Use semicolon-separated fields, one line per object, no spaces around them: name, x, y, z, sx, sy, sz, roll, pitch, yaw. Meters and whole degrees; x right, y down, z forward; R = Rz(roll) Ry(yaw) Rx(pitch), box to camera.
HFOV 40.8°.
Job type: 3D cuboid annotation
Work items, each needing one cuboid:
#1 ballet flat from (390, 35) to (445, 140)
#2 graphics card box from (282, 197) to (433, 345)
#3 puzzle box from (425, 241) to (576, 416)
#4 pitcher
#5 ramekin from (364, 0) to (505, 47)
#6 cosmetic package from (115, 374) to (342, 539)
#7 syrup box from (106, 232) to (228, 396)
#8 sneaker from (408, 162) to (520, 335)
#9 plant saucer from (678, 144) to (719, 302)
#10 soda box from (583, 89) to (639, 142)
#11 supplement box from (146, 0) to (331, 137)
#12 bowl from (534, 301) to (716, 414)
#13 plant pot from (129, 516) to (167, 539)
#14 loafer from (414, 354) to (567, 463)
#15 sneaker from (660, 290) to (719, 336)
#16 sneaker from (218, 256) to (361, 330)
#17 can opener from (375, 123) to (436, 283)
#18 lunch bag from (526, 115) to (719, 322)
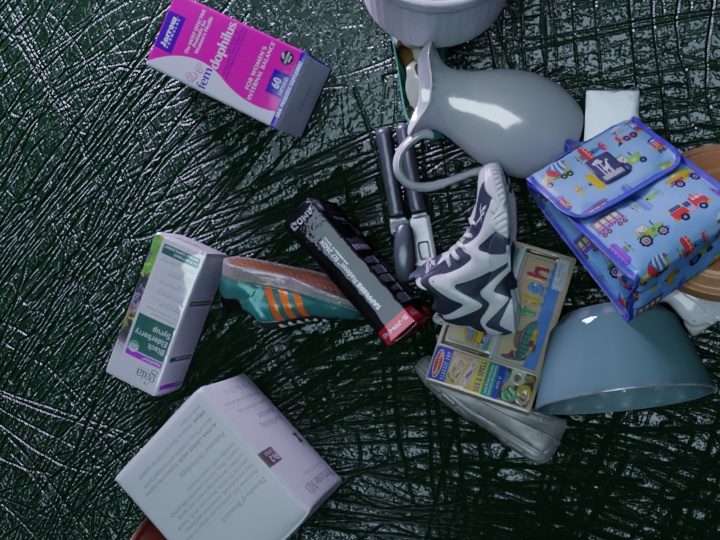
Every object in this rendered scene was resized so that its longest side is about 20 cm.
ballet flat;0.073;-0.262;1.201;0.067;0.070;0.202;-11;88;15
graphics card box;0.000;0.000;1.196;0.051;0.125;0.200;-42;82;12
puzzle box;0.171;0.060;1.173;0.132;0.025;0.201;16;76;13
pitcher;0.147;-0.159;1.145;0.198;0.121;0.173;16;103;-8
ramekin;0.089;-0.363;1.148;0.199;0.098;0.202;0;66;1
cosmetic package;-0.160;0.265;1.221;0.200;0.165;0.165;45;100;8
syrup box;-0.255;0.057;1.284;0.078;0.081;0.201;23;95;14
sneaker;0.116;-0.022;1.128;0.128;0.080;0.201;-1;111;16
plant saucer;0.413;-0.060;1.093;0.199;0.032;0.202;-6;60;11
soda box;0.294;-0.110;1.149;0.063;0.068;0.202;2;92;13
supplement box;-0.156;-0.262;1.243;0.199;0.103;0.102;27;98;14
bowl;0.291;0.098;1.102;0.199;0.201;0.106;-10;73;14
plant pot;-0.227;0.441;1.237;0.194;0.201;0.202;28;97;3
loafer;0.159;0.159;1.194;0.199;0.070;0.070;33;81;12
sneaker;0.417;0.030;1.126;0.199;0.078;0.100;12;101;23
sneaker;-0.089;0.042;1.253;0.198;0.071;0.081;14;107;13
can opener;0.058;-0.086;1.214;0.052;0.066;0.202;-9;84;6
lunch bag;0.289;-0.074;1.055;0.150;0.094;0.200;-32;60;-9
